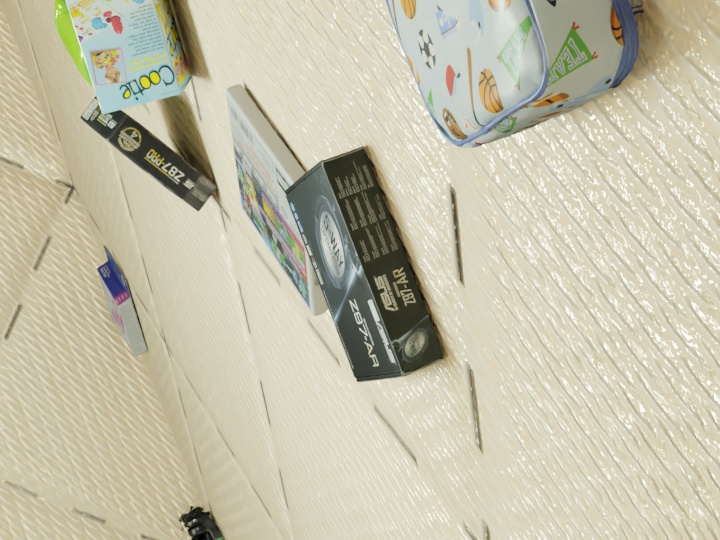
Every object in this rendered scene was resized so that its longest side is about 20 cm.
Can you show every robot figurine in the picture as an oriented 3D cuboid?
[{"bbox_3d":[-0.341,-0.319,1.743,0.200,0.115,0.176,54,172,41],"label":"robot figurine"}]

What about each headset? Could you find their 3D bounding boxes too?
[{"bbox_3d":[-0.362,0.611,3.040,0.199,0.093,0.125,19,126,49],"label":"headset"}]

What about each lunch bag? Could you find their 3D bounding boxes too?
[{"bbox_3d":[0.075,-0.160,0.720,0.200,0.075,0.162,157,94,-74],"label":"lunch bag"}]

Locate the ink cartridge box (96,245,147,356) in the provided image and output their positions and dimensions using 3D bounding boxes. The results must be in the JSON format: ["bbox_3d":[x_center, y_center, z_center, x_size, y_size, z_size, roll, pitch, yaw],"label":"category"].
[{"bbox_3d":[-0.567,0.070,3.044,0.196,0.043,0.201,46,153,53],"label":"ink cartridge box"}]

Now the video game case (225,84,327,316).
[{"bbox_3d":[-0.091,-0.077,1.422,0.200,0.023,0.183,54,157,39],"label":"video game case"}]

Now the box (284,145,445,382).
[{"bbox_3d":[0.000,0.000,1.192,0.202,0.043,0.160,69,164,0],"label":"box"}]

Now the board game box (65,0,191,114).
[{"bbox_3d":[-0.284,-0.306,1.559,0.103,0.104,0.202,-89,-14,-70],"label":"board game box"}]

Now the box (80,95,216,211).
[{"bbox_3d":[-0.293,-0.163,1.777,0.161,0.049,0.200,38,178,-28],"label":"box"}]
